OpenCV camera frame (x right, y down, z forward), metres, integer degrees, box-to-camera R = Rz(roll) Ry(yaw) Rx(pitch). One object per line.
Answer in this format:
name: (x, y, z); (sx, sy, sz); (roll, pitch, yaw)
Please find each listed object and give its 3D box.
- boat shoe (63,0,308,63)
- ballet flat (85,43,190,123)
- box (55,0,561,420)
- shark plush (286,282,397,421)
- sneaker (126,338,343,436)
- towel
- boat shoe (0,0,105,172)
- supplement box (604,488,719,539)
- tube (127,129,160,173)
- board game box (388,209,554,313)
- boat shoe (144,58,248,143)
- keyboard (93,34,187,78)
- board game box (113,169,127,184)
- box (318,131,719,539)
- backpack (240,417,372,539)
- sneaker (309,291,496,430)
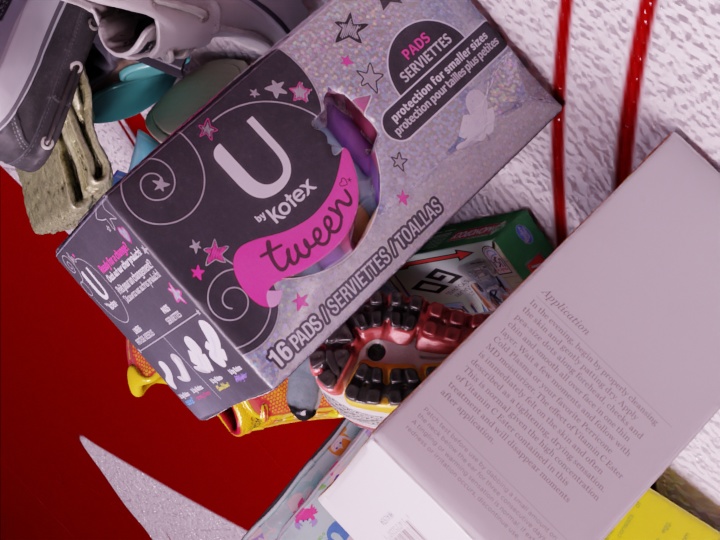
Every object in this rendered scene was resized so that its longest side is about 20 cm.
boat shoe: (-0.105, -0.136, 0.850); (0.072, 0.066, 0.200); (13, 176, 37)
ballet flat: (-0.141, -0.140, 1.040); (0.073, 0.073, 0.200); (50, 164, -7)
box: (-0.027, -0.043, 0.804); (0.115, 0.200, 0.132); (48, 158, -5)
shark plush: (0.000, 0.000, 0.988); (0.083, 0.091, 0.200); (-53, 40, 40)
sneaker: (-0.047, 0.069, 1.025); (0.199, 0.077, 0.073); (12, 155, -16)
towel: (-0.193, -0.097, 1.060); (0.200, 0.036, 0.149); (161, 96, -71)
boat shoe: (-0.156, -0.143, 0.894); (0.069, 0.200, 0.057); (-2, 148, 46)
supplement box: (0.110, 0.168, 0.984); (0.200, 0.109, 0.110); (33, 161, 12)
tube: (-0.079, -0.017, 0.979); (0.200, 0.078, 0.050); (25, -174, 39)
board game box: (0.074, 0.035, 0.981); (0.135, 0.029, 0.200); (53, 157, -12)
boat shoe: (-0.064, -0.073, 0.980); (0.200, 0.072, 0.068); (26, 156, 56)
keyboard: (-0.184, -0.157, 0.940); (0.200, 0.127, 0.021); (23, -177, 6)
board game box: (-0.081, 0.003, 1.137); (0.200, 0.045, 0.134); (18, 161, 51)
box: (0.091, 0.055, 0.752); (0.097, 0.200, 0.124); (45, 157, 6)
backpack: (0.039, 0.192, 1.116); (0.200, 0.178, 0.151); (41, 164, 5)
sneaker: (0.076, 0.053, 0.872); (0.199, 0.078, 0.082); (6, 156, 6)
